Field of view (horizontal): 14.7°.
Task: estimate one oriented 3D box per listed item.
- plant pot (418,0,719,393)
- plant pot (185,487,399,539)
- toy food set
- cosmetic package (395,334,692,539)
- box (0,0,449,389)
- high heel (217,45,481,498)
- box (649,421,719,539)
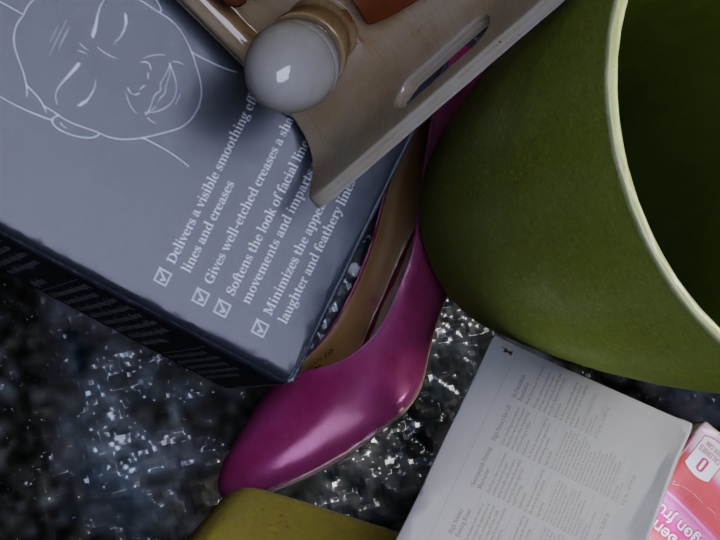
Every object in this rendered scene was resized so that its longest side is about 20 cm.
[{"bbox_3d":[0.110,-0.036,0.999,0.187,0.200,0.188,5,79,-29],"label":"plant pot"},{"bbox_3d":[-0.025,0.197,1.006,0.195,0.194,0.200,19,62,-13],"label":"plant pot"},{"bbox_3d":[-0.037,-0.132,0.935,0.200,0.143,0.060,44,34,-9],"label":"toy food set"},{"bbox_3d":[0.048,0.109,0.958,0.082,0.051,0.200,26,38,4],"label":"cosmetic package"},{"bbox_3d":[-0.091,-0.065,1.046,0.200,0.107,0.149,29,80,-12],"label":"box"},{"bbox_3d":[0.000,0.000,1.082,0.200,0.067,0.096,-41,106,-19],"label":"high heel"},{"bbox_3d":[0.160,0.162,1.103,0.200,0.095,0.103,42,77,-8],"label":"box"}]
